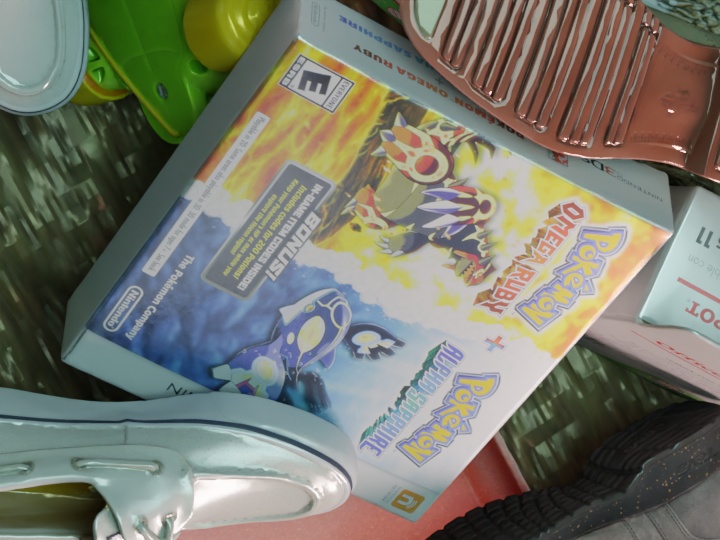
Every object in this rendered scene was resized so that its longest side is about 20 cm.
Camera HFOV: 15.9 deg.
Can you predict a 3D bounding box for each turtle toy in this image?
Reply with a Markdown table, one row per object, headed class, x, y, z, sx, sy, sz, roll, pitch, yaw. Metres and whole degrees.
| class | x | y | z | sx | sy | sz | roll | pitch | yaw |
| --- | --- | --- | --- | --- | --- | --- | --- | --- | --- |
| turtle toy | -0.066 | -0.121 | 1.105 | 0.101 | 0.145 | 0.201 | -28 | 103 | -37 |

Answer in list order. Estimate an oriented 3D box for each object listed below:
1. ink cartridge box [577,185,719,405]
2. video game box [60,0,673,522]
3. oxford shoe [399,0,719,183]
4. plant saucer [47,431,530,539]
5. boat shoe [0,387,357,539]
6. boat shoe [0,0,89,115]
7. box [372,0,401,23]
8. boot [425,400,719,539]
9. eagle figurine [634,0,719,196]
| class | x | y | z | sx | sy | sz | roll | pitch | yaw |
| --- | --- | --- | --- | --- | --- | --- | --- | --- | --- |
| ink cartridge box | 0.156 | 0.014 | 1.146 | 0.117 | 0.200 | 0.068 | 27 | 84 | -19 |
| video game box | 0.000 | 0.000 | 1.075 | 0.182 | 0.047 | 0.200 | 24 | 126 | -21 |
| oxford shoe | 0.095 | -0.081 | 1.040 | 0.199 | 0.074 | 0.071 | 22 | 97 | -25 |
| plant saucer | -0.018 | 0.133 | 1.180 | 0.199 | 0.037 | 0.201 | -32 | 104 | -15 |
| boat shoe | -0.100 | 0.094 | 1.078 | 0.199 | 0.071 | 0.070 | 6 | 50 | -9 |
| boat shoe | -0.157 | -0.152 | 1.030 | 0.072 | 0.066 | 0.201 | -14 | 110 | -4 |
| box | 0.068 | -0.204 | 1.185 | 0.117 | 0.048 | 0.200 | 37 | 80 | -18 |
| boot | 0.110 | 0.159 | 1.174 | 0.199 | 0.070 | 0.132 | -26 | 105 | -13 |
| eagle figurine | 0.170 | -0.127 | 1.163 | 0.151 | 0.151 | 0.201 | 27 | 83 | -35 |
